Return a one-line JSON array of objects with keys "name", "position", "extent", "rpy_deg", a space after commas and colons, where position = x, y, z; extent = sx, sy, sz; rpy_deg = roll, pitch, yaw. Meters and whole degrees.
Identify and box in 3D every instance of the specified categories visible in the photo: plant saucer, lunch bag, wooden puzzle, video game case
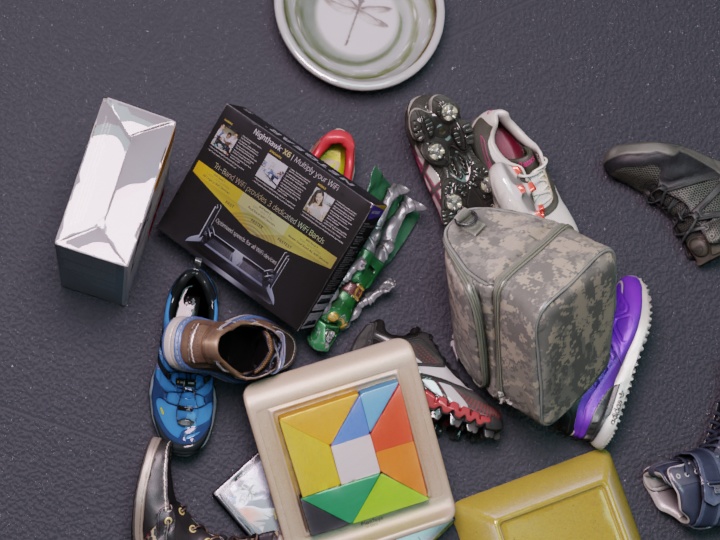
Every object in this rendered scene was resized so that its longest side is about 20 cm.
[{"name": "plant saucer", "position": [-0.004, -0.296, 1.580], "extent": [0.198, 0.050, 0.202], "rpy_deg": [2, 77, -10]}, {"name": "lunch bag", "position": [0.165, 0.040, 1.438], "extent": [0.139, 0.201, 0.167], "rpy_deg": [-38, 51, -25]}, {"name": "plant saucer", "position": [0.223, 0.317, 1.491], "extent": [0.198, 0.048, 0.202], "rpy_deg": [-18, 82, -14]}, {"name": "wooden puzzle", "position": [-0.009, 0.191, 1.423], "extent": [0.183, 0.037, 0.202], "rpy_deg": [-17, 96, -6]}, {"name": "video game case", "position": [-0.027, 0.254, 1.469], "extent": [0.180, 0.026, 0.200], "rpy_deg": [-41, 88, -16]}]

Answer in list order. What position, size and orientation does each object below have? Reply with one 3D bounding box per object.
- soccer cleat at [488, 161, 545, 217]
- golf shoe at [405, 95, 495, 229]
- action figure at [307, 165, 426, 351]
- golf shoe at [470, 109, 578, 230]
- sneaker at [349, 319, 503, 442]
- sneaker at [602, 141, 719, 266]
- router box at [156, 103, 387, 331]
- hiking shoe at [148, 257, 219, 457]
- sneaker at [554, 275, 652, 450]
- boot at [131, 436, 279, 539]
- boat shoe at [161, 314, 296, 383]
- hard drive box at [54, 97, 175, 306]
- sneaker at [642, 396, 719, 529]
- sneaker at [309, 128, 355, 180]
[{"name": "soccer cleat", "position": [0.176, -0.031, 1.499], "extent": [0.077, 0.070, 0.201], "rpy_deg": [-23, 126, 15]}, {"name": "golf shoe", "position": [0.107, -0.105, 1.540], "extent": [0.077, 0.088, 0.201], "rpy_deg": [-23, 107, -8]}, {"name": "action figure", "position": [0.000, 0.000, 1.500], "extent": [0.054, 0.118, 0.201], "rpy_deg": [24, 81, 39]}, {"name": "golf shoe", "position": [0.186, -0.091, 1.553], "extent": [0.077, 0.088, 0.201], "rpy_deg": [-36, 87, -17]}, {"name": "sneaker", "position": [0.073, 0.117, 1.494], "extent": [0.199, 0.071, 0.099], "rpy_deg": [25, 66, -10]}, {"name": "sneaker", "position": [0.372, -0.078, 1.588], "extent": [0.198, 0.076, 0.115], "rpy_deg": [18, 69, -12]}, {"name": "router box", "position": [-0.096, -0.057, 1.453], "extent": [0.199, 0.052, 0.158], "rpy_deg": [35, 102, 14]}, {"name": "hiking shoe", "position": [-0.187, 0.093, 1.440], "extent": [0.074, 0.087, 0.202], "rpy_deg": [1, 77, -3]}, {"name": "sneaker", "position": [0.258, 0.089, 1.535], "extent": [0.099, 0.070, 0.202], "rpy_deg": [20, 75, -3]}, {"name": "boot", "position": [-0.157, 0.274, 1.404], "extent": [0.149, 0.073, 0.202], "rpy_deg": [2, 84, -1]}, {"name": "boat shoe", "position": [-0.117, 0.085, 1.410], "extent": [0.072, 0.199, 0.073], "rpy_deg": [6, 91, 31]}, {"name": "hard drive box", "position": [-0.251, -0.065, 1.407], "extent": [0.076, 0.200, 0.157], "rpy_deg": [18, 76, -7]}, {"name": "sneaker", "position": [0.389, 0.189, 1.533], "extent": [0.145, 0.077, 0.204], "rpy_deg": [2, 79, -13]}, {"name": "sneaker", "position": [-0.054, -0.065, 1.502], "extent": [0.076, 0.085, 0.202], "rpy_deg": [16, 75, -6]}]
